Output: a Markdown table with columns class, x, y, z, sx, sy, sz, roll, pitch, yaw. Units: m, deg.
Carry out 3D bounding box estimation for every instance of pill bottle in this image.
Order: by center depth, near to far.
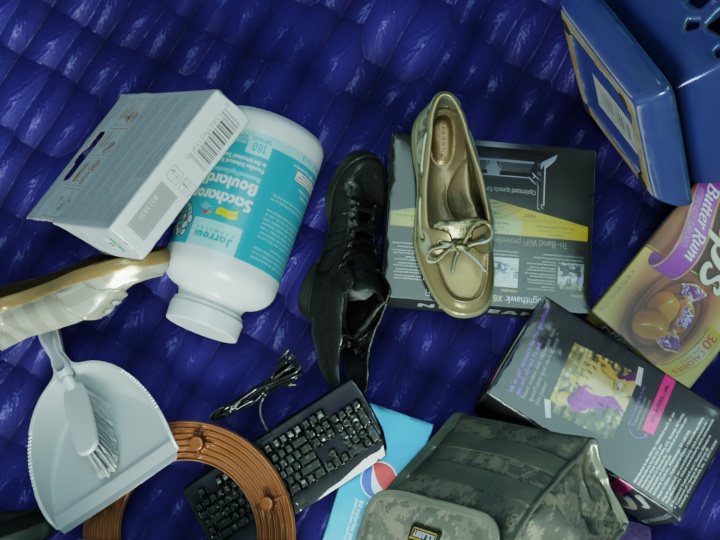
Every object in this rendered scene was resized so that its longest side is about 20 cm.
| class | x | y | z | sx | sy | sz | roll | pitch | yaw |
| --- | --- | --- | --- | --- | --- | --- | --- | --- | --- |
| pill bottle | -0.113 | -0.040 | 1.315 | 0.109 | 0.111 | 0.203 | 18 | 77 | 2 |

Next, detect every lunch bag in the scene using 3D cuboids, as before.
| class | x | y | z | sx | sy | sz | roll | pitch | yaw |
| --- | --- | --- | --- | --- | --- | --- | --- | --- | --- |
| lunch bag | 0.095 | 0.224 | 1.197 | 0.200 | 0.163 | 0.119 | -42 | 119 | -31 |

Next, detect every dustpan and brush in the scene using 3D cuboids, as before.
| class | x | y | z | sx | sy | sz | roll | pitch | yaw |
| --- | --- | --- | --- | --- | --- | --- | --- | --- | --- |
| dustpan and brush | -0.256 | 0.116 | 1.298 | 0.139 | 0.057 | 0.201 | -33 | 49 | 6 |

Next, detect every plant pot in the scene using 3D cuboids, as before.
| class | x | y | z | sx | sy | sz | roll | pitch | yaw |
| --- | --- | --- | --- | --- | --- | --- | --- | --- | --- |
| plant pot | 0.299 | -0.191 | 1.299 | 0.178 | 0.201 | 0.201 | -28 | 53 | -1 |

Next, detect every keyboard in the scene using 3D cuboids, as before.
| class | x | y | z | sx | sy | sz | roll | pitch | yaw |
| --- | --- | --- | --- | --- | --- | --- | --- | --- | --- |
| keyboard | -0.079 | 0.155 | 1.278 | 0.199 | 0.021 | 0.128 | -34 | 76 | 17 |

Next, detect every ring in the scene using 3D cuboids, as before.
| class | x | y | z | sx | sy | sz | roll | pitch | yaw |
| --- | --- | --- | --- | --- | --- | --- | --- | --- | --- |
| ring | -0.155 | 0.235 | 1.273 | 0.197 | 0.019 | 0.204 | 0 | 89 | 11 |

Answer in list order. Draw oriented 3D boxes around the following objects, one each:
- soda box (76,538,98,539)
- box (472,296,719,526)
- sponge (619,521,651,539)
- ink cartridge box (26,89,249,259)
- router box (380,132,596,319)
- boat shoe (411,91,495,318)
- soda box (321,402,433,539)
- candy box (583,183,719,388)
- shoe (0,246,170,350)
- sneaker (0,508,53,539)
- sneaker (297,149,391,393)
| class | x | y | z | sx | sy | sz | roll | pitch | yaw |
| --- | --- | --- | --- | --- | --- | --- | --- | --- | --- |
| soda box | -0.165 | 0.274 | 1.232 | 0.197 | 0.063 | 0.069 | 3 | 89 | 11 |
| box | 0.213 | 0.129 | 1.284 | 0.199 | 0.122 | 0.107 | 33 | 78 | 6 |
| sponge | 0.200 | 0.280 | 1.228 | 0.110 | 0.201 | 0.030 | 12 | 120 | 0 |
| ink cartridge box | -0.206 | -0.090 | 1.299 | 0.050 | 0.199 | 0.162 | 44 | 70 | -27 |
| router box | 0.119 | -0.040 | 1.353 | 0.197 | 0.052 | 0.160 | 5 | 78 | -1 |
| boat shoe | 0.081 | -0.059 | 1.296 | 0.072 | 0.063 | 0.203 | -10 | 79 | -5 |
| soda box | 0.004 | 0.227 | 1.285 | 0.067 | 0.064 | 0.203 | 18 | 78 | 1 |
| candy box | 0.317 | 0.006 | 1.349 | 0.116 | 0.057 | 0.200 | 41 | 80 | 7 |
| shoe | -0.256 | 0.023 | 1.292 | 0.197 | 0.070 | 0.054 | -16 | 100 | 16 |
| sneaker | -0.375 | 0.213 | 1.268 | 0.196 | 0.076 | 0.116 | -9 | 84 | 1 |
| sneaker | -0.003 | -0.001 | 1.299 | 0.059 | 0.104 | 0.202 | 12 | 102 | -32 |
